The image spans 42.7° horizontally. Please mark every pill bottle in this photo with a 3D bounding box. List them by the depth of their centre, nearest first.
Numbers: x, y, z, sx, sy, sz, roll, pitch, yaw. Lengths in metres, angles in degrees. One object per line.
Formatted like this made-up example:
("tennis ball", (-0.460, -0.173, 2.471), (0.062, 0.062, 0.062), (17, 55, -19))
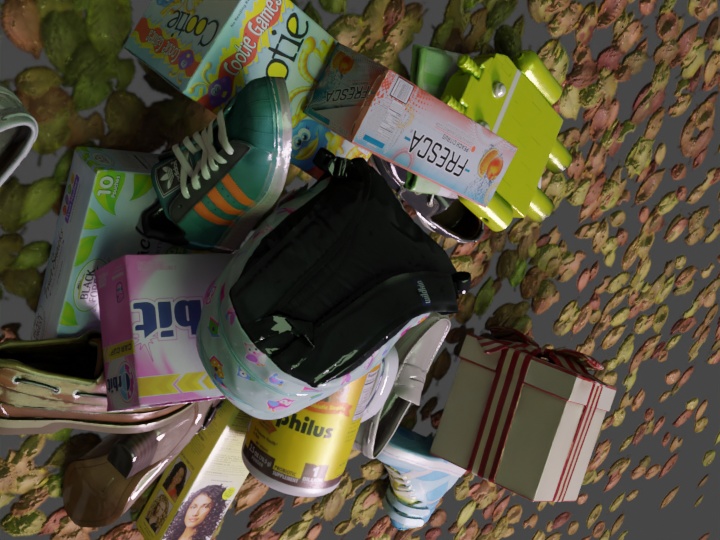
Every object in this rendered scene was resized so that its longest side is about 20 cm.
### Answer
("pill bottle", (-0.044, 0.114, 0.920), (0.108, 0.109, 0.202), (5, 109, -44))

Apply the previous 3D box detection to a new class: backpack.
("backpack", (-0.031, 0.024, 0.714), (0.200, 0.167, 0.127), (-43, 176, -40))

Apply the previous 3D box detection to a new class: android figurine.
("android figurine", (0.148, -0.139, 0.946), (0.200, 0.041, 0.184), (39, 69, -38))

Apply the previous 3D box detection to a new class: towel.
("towel", (0.126, -0.149, 0.965), (0.198, 0.030, 0.152), (0, 92, -43))

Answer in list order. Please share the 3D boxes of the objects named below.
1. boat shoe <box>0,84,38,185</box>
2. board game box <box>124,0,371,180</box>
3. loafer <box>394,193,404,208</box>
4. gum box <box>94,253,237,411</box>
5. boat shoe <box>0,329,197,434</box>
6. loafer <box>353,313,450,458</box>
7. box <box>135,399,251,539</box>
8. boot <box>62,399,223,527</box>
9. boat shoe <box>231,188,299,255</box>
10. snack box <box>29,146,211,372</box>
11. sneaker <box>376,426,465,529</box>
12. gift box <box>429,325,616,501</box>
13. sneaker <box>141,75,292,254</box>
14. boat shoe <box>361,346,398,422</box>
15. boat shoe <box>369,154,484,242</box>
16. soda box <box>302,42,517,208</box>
("boat shoe", (-0.312, -0.047, 0.657), (0.202, 0.065, 0.075), (-46, 139, -5))
("board game box", (-0.073, -0.162, 0.761), (0.199, 0.105, 0.104), (28, 98, -50))
("loafer", (0.000, 0.000, 0.959), (0.070, 0.075, 0.202), (-39, 143, -46))
("gum box", (-0.112, 0.048, 0.771), (0.198, 0.066, 0.115), (-2, 80, -38))
("boat shoe", (-0.214, 0.089, 0.763), (0.198, 0.072, 0.069), (-3, 126, -40))
("loafer", (0.052, 0.137, 1.120), (0.070, 0.070, 0.201), (23, 102, -48))
("box", (-0.161, 0.210, 0.995), (0.075, 0.050, 0.202), (17, 106, -48))
("boot", (-0.203, 0.167, 0.907), (0.200, 0.070, 0.146), (-42, 179, 42))
("boat shoe", (-0.101, 0.009, 0.881), (0.069, 0.074, 0.201), (50, 62, -28))
("snack box", (-0.197, -0.002, 0.803), (0.141, 0.053, 0.202), (0, 120, -40))
("sneaker", (0.058, 0.285, 1.229), (0.199, 0.079, 0.131), (28, 97, -48))
("gift box", (0.214, 0.181, 1.181), (0.199, 0.183, 0.189), (24, 86, -61))
("sneaker", (-0.111, -0.071, 0.687), (0.079, 0.072, 0.200), (0, 151, -27))
("boat shoe", (-0.030, 0.143, 1.015), (0.061, 0.073, 0.200), (6, 137, -37))
("boat shoe", (0.074, -0.095, 0.975), (0.072, 0.068, 0.200), (-46, 138, -1))
("soda box", (0.047, -0.117, 0.773), (0.199, 0.068, 0.064), (19, 104, -49))
